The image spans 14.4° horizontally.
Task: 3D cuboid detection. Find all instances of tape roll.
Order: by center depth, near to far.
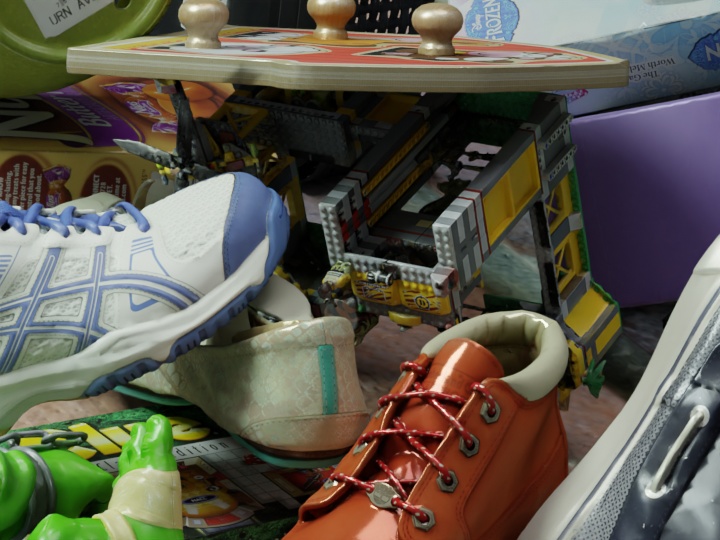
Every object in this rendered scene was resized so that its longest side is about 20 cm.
[{"bbox_3d":[0.175,-0.043,1.282,0.199,0.085,0.200,-11,4,1],"label":"tape roll"}]

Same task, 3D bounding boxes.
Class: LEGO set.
[{"bbox_3d":[0.000,0.000,1.137,0.199,0.154,0.116,18,42,24],"label":"LEGO set"}]

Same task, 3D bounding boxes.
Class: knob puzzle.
[{"bbox_3d":[0.009,-0.092,1.124,0.219,0.031,0.220,2,8,0],"label":"knob puzzle"}]

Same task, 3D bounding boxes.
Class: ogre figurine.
[{"bbox_3d":[-0.099,0.104,0.895,0.120,0.098,0.200,-1,40,-31],"label":"ogre figurine"}]

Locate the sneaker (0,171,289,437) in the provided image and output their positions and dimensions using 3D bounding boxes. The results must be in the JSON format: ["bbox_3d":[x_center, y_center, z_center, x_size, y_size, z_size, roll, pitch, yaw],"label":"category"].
[{"bbox_3d":[-0.119,0.004,1.013,0.200,0.088,0.075,-29,16,-17],"label":"sneaker"}]

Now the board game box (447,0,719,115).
[{"bbox_3d":[0.139,-0.150,1.324,0.198,0.043,0.200,-10,35,8],"label":"board game box"}]

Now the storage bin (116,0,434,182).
[{"bbox_3d":[-0.045,-0.141,1.489,0.094,0.136,0.200,-12,28,-41],"label":"storage bin"}]

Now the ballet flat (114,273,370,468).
[{"bbox_3d":[-0.051,0.024,1.092,0.067,0.063,0.200,-7,13,-29],"label":"ballet flat"}]

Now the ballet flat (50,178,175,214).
[{"bbox_3d":[-0.098,-0.005,1.223,0.071,0.071,0.200,22,25,34],"label":"ballet flat"}]

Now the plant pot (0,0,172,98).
[{"bbox_3d":[-0.146,-0.151,1.222,0.186,0.188,0.200,-1,14,-20],"label":"plant pot"}]

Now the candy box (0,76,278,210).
[{"bbox_3d":[-0.149,-0.053,1.344,0.199,0.057,0.117,0,23,-16],"label":"candy box"}]

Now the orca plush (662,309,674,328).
[{"bbox_3d":[0.172,0.089,1.067,0.105,0.071,0.200,-18,50,-28],"label":"orca plush"}]

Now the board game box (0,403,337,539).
[{"bbox_3d":[-0.075,0.083,1.067,0.199,0.024,0.105,-9,24,-36],"label":"board game box"}]

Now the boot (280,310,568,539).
[{"bbox_3d":[0.012,0.079,0.990,0.075,0.108,0.200,21,27,24],"label":"boot"}]

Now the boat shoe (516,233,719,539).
[{"bbox_3d":[0.141,0.062,0.985,0.093,0.200,0.075,37,6,41],"label":"boat shoe"}]
